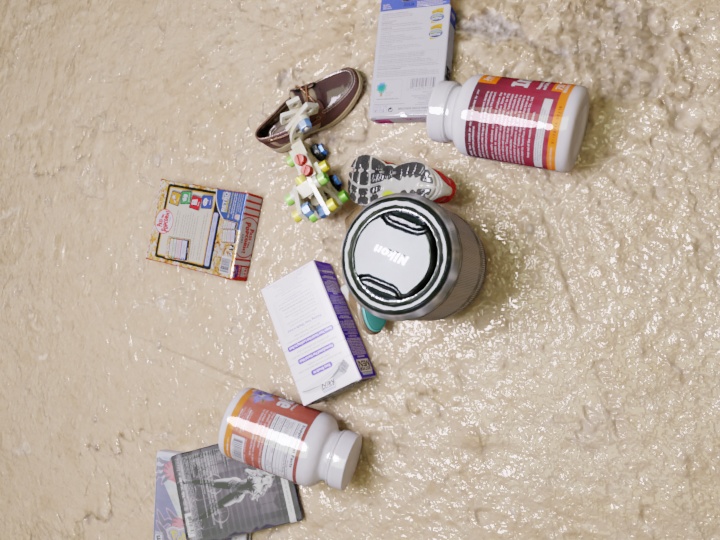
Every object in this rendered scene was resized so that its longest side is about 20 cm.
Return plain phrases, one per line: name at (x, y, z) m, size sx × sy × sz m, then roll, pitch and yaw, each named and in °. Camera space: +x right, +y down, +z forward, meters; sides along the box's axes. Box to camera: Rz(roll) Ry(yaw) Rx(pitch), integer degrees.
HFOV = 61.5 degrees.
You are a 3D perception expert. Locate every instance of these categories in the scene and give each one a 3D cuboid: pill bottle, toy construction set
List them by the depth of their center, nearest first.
pill bottle at (0.197, -0.205, 0.826) m, size 0.199 × 0.113 × 0.113 m, roll 15°, pitch 92°, yaw 25°
pill bottle at (-0.104, 0.260, 0.925) m, size 0.199 × 0.112 × 0.113 m, roll 15°, pitch 92°, yaw 15°
toy construction set at (-0.081, -0.162, 0.942) m, size 0.092 × 0.131 × 0.201 m, roll -16°, pitch 79°, yaw 22°

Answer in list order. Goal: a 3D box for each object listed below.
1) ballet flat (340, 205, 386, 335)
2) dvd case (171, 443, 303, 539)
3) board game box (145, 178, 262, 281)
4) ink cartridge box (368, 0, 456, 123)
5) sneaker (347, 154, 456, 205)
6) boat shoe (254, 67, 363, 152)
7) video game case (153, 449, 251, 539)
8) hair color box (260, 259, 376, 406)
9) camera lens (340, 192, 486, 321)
ballet flat at (0.000, 0.000, 0.935) m, size 0.072 × 0.068 × 0.201 m, roll -10°, pitch 81°, yaw 44°
dvd case at (-0.204, 0.355, 0.995) m, size 0.199 × 0.016 × 0.149 m, roll -16°, pitch 79°, yaw 7°
board game box at (-0.280, -0.074, 1.075) m, size 0.199 × 0.046 × 0.152 m, roll 13°, pitch 92°, yaw 25°
ink cartridge box at (0.081, -0.329, 0.930) m, size 0.119 × 0.042 × 0.201 m, roll 5°, pitch 91°, yaw 25°
sneaker at (0.058, -0.125, 0.908) m, size 0.200 × 0.085 × 0.077 m, roll 20°, pitch 101°, yaw 47°
boat shoe at (-0.088, -0.265, 0.986) m, size 0.200 × 0.072 × 0.072 m, roll -28°, pitch 75°, yaw 21°
video game case at (-0.275, 0.414, 1.047) m, size 0.199 × 0.023 × 0.183 m, roll -1°, pitch 85°, yaw 25°
hair color box at (-0.068, 0.097, 0.954) m, size 0.109 × 0.065 × 0.201 m, roll -28°, pitch 73°, yaw 20°
camera lens at (0.078, -0.012, 0.818) m, size 0.159 × 0.200 × 0.161 m, roll -2°, pitch 85°, yaw 25°
